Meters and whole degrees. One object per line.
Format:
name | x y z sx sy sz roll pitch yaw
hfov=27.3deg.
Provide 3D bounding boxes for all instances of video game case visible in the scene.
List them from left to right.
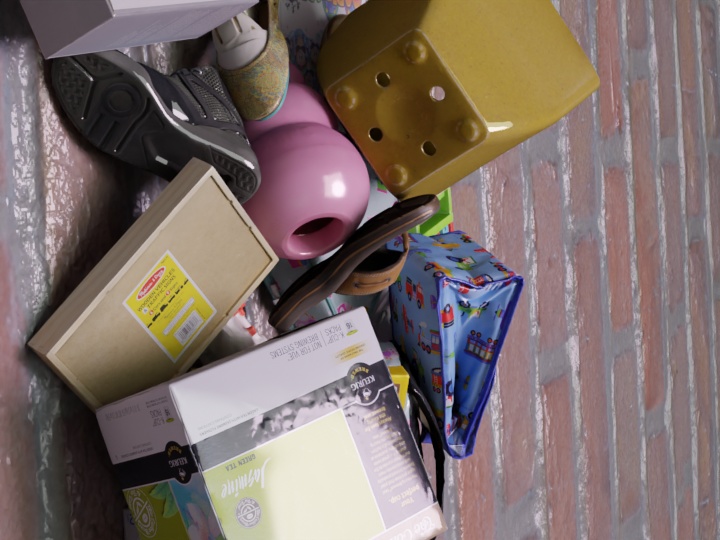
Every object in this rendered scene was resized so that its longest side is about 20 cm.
video game case | -0.048 -0.235 1.488 0.199 0.023 0.184 -4 93 -61

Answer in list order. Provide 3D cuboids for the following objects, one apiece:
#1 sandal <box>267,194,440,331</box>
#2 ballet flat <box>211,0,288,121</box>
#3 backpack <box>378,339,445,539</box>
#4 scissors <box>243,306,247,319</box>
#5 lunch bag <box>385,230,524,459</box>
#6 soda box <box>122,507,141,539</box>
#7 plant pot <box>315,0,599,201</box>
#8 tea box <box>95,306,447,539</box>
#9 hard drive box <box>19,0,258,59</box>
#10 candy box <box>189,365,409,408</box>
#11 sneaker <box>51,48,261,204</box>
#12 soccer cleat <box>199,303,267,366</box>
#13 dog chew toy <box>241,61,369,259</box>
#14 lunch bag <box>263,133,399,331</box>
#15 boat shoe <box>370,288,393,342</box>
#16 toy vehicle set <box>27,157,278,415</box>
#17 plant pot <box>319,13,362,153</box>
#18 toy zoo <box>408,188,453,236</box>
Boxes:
sandal | 0.000 0.000 1.319 0.055 0.200 0.082 48 20 -7
ballet flat | -0.103 -0.216 1.312 0.071 0.070 0.201 56 22 -44
backpack | 0.005 0.170 1.433 0.167 0.125 0.202 -125 -153 -58
scissors | -0.120 -0.022 1.360 0.073 0.014 0.201 -60 137 -46
lunch bag | 0.077 0.078 1.447 0.093 0.151 0.202 1 108 -19
soda box | -0.121 0.222 1.295 0.199 0.068 0.064 -6 93 -61
plant pot | 0.071 -0.173 1.359 0.195 0.195 0.200 55 32 -8
tea box | -0.069 0.159 1.173 0.199 0.133 0.199 -20 89 -38
hard drive box | -0.185 -0.257 1.142 0.200 0.076 0.157 -22 89 -60
candy box | -0.057 0.136 1.311 0.198 0.026 0.103 1 110 -21
sneaker | -0.171 -0.138 1.222 0.199 0.076 0.115 30 26 -31
soccer cleat | -0.119 0.069 1.312 0.200 0.077 0.069 50 9 -31
dog chew toy | -0.068 -0.111 1.329 0.124 0.124 0.201 35 29 -55
lunch bag | -0.028 -0.027 1.464 0.201 0.076 0.161 -60 140 -43
boat shoe | 0.023 0.076 1.563 0.074 0.065 0.202 53 45 -47
toy vehicle set | -0.161 0.024 1.192 0.200 0.026 0.125 -50 137 -17
plant pot | 0.020 -0.164 1.490 0.200 0.027 0.201 43 30 -31
toy zoo | 0.076 0.013 1.582 0.131 0.020 0.202 -38 125 -65
